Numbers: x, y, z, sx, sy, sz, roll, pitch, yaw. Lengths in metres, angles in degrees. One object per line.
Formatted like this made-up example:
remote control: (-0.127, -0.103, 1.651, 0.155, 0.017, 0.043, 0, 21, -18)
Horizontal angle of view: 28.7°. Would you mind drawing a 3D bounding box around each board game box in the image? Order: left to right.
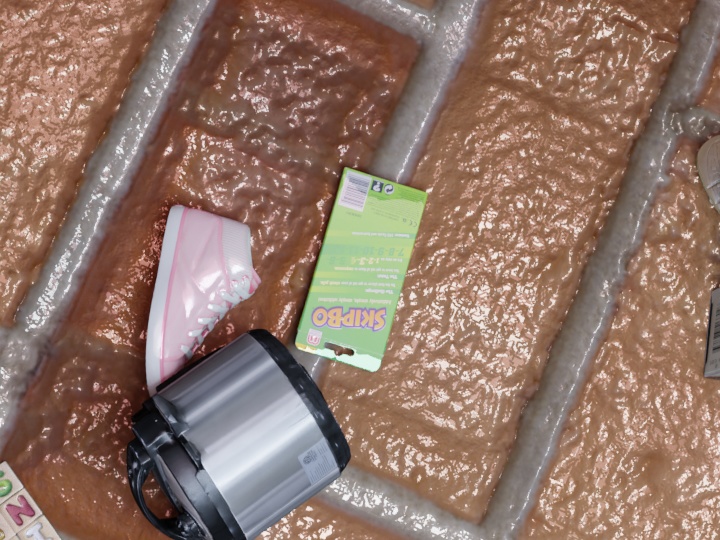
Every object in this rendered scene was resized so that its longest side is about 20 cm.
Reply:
board game box: (0.000, 0.000, 1.490, 0.095, 0.030, 0.202, 17, 77, -4)

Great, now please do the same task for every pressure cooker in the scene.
pressure cooker: (-0.131, 0.174, 1.369, 0.199, 0.179, 0.177, -35, 93, -13)

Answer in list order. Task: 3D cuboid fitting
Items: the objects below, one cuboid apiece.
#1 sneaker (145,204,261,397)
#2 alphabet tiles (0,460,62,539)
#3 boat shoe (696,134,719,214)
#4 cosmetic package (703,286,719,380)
sneaker: (-0.159, 0.036, 1.438, 0.104, 0.075, 0.202, 9, 76, -1)
alphabet tiles: (-0.385, 0.295, 1.406, 0.166, 0.006, 0.201, -36, 88, -11)
boat shoe: (0.438, -0.060, 1.545, 0.073, 0.063, 0.201, -36, 84, 4)
cosmetic package: (0.480, 0.078, 1.510, 0.198, 0.087, 0.104, 10, 78, -5)
